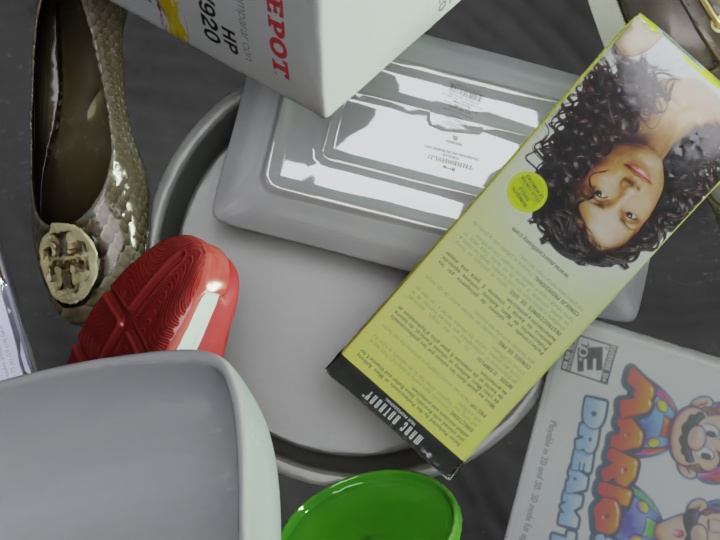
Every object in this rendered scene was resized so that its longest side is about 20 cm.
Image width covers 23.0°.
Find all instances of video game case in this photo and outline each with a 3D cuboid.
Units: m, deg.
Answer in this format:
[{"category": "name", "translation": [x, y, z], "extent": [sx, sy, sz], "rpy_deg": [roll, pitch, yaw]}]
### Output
[{"category": "video game case", "translation": [0.141, 0.138, 0.754], "extent": [0.181, 0.024, 0.201], "rpy_deg": [18, 96, 35]}]

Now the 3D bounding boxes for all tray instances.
[{"category": "tray", "translation": [0.041, -0.051, 0.795], "extent": [0.199, 0.022, 0.108], "rpy_deg": [14, 83, -2]}]

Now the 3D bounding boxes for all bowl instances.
[{"category": "bowl", "translation": [-0.112, 0.140, 0.654], "extent": [0.199, 0.075, 0.201], "rpy_deg": [-13, 59, 23]}]

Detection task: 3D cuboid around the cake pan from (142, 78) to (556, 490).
[{"category": "cake pan", "translation": [0.000, 0.000, 0.818], "extent": [0.199, 0.037, 0.201], "rpy_deg": [0, 85, -3]}]

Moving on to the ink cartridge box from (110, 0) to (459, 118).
[{"category": "ink cartridge box", "translation": [-0.049, -0.191, 0.725], "extent": [0.200, 0.148, 0.145], "rpy_deg": [30, 57, 24]}]

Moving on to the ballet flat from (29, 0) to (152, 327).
[{"category": "ballet flat", "translation": [-0.129, -0.075, 0.801], "extent": [0.067, 0.046, 0.201], "rpy_deg": [-4, 81, 31]}]

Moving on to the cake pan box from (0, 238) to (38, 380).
[{"category": "cake pan box", "translation": [-0.252, 0.008, 0.795], "extent": [0.183, 0.052, 0.201], "rpy_deg": [-18, 86, -7]}]

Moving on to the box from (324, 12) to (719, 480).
[{"category": "box", "translation": [0.077, -0.010, 0.749], "extent": [0.075, 0.050, 0.200], "rpy_deg": [40, 104, 1]}]

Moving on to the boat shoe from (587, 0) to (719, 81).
[{"category": "boat shoe", "translation": [0.123, -0.168, 0.803], "extent": [0.059, 0.072, 0.201], "rpy_deg": [-21, 65, 18]}]

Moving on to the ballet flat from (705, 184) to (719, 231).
[{"category": "ballet flat", "translation": [0.182, -0.088, 0.819], "extent": [0.070, 0.071, 0.201], "rpy_deg": [6, 81, -3]}]

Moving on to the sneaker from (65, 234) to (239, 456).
[{"category": "sneaker", "translation": [-0.074, 0.082, 0.771], "extent": [0.115, 0.078, 0.201], "rpy_deg": [16, 114, -31]}]

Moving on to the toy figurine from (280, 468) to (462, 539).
[{"category": "toy figurine", "translation": [0.014, 0.218, 0.749], "extent": [0.149, 0.200, 0.185], "rpy_deg": [-7, 122, 16]}]
